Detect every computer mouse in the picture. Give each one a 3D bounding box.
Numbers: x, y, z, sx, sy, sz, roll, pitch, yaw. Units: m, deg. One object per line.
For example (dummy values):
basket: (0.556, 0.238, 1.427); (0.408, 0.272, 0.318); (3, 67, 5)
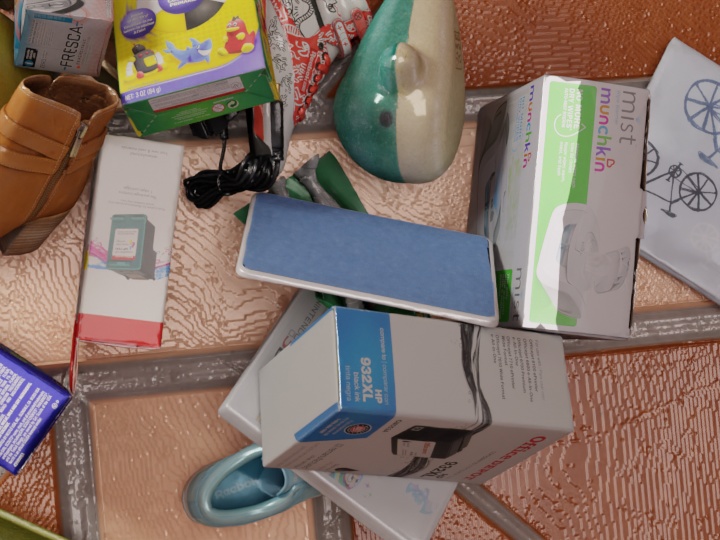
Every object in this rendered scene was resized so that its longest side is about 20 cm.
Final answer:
computer mouse: (-0.110, -0.153, 1.144); (0.046, 0.140, 0.200); (4, 86, -36)

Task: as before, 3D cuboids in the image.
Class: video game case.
video game case: (0.007, 0.108, 1.178); (0.200, 0.024, 0.182); (38, 53, -8)

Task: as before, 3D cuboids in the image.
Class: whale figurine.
whale figurine: (0.031, -0.173, 1.178); (0.104, 0.159, 0.200); (3, 98, 14)

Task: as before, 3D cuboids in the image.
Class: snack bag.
snack bag: (0.315, -0.080, 1.290); (0.188, 0.021, 0.200); (30, 82, -8)

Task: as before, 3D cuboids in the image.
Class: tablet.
tablet: (0.008, -0.009, 1.101); (0.200, 0.130, 0.014); (11, 120, -4)

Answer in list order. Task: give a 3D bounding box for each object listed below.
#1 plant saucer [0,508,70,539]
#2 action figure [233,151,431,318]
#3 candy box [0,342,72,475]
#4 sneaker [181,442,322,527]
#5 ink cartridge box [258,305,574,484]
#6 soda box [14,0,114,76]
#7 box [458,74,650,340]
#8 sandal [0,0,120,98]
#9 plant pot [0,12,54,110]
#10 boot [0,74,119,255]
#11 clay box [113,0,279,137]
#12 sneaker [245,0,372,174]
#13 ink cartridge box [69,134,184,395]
plant saucer: (-0.312, 0.286, 1.133); (0.200, 0.048, 0.200); (27, 83, -9)
action figure: (0.000, 0.000, 1.182); (0.118, 0.055, 0.200); (-37, 89, -32)
candy box: (-0.322, 0.068, 1.078); (0.200, 0.169, 0.077); (35, 80, -8)
sneaker: (-0.048, 0.161, 1.174); (0.200, 0.082, 0.074); (-28, 94, -13)
ink cartridge box: (0.041, 0.101, 1.095); (0.200, 0.145, 0.084); (8, 62, -25)
soda box: (-0.233, -0.247, 1.110); (0.068, 0.064, 0.200); (5, 52, -20)
box: (0.159, -0.044, 1.177); (0.097, 0.176, 0.200); (7, 87, -11)
sandal: (-0.232, -0.215, 1.157); (0.212, 0.078, 0.070); (37, 80, -2)
plant pot: (-0.334, -0.129, 1.098); (0.200, 0.142, 0.200); (0, 88, -12)
boot: (-0.269, -0.069, 1.017); (0.074, 0.200, 0.155); (45, 121, 12)
clay box: (-0.136, -0.208, 1.118); (0.115, 0.048, 0.200); (-15, 59, 4)
sneaker: (-0.043, -0.176, 1.197); (0.108, 0.067, 0.202); (-2, 86, -9)
ink cartridge box: (-0.189, 0.000, 1.135); (0.067, 0.116, 0.200); (7, 87, -12)
